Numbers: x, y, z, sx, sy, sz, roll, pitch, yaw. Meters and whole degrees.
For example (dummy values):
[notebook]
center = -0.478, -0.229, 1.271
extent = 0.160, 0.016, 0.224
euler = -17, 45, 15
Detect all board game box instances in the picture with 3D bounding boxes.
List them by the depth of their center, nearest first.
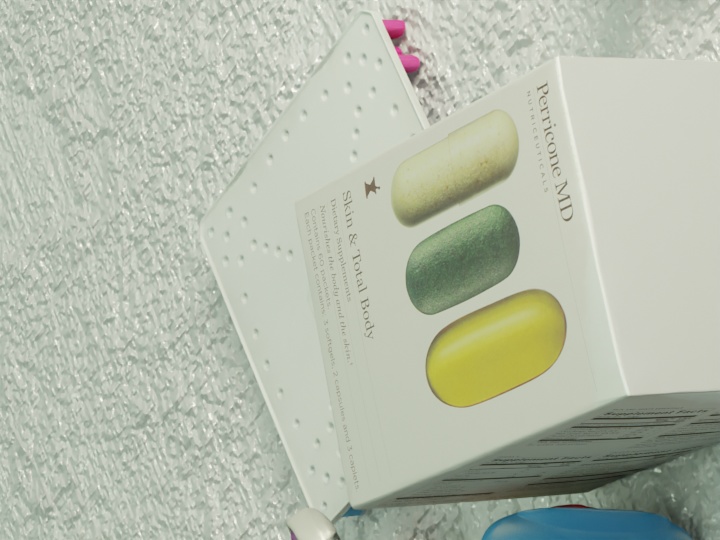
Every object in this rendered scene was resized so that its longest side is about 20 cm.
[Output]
[board game box]
center = 0.000, 0.000, 1.547
extent = 0.200, 0.026, 0.200
euler = -50, 53, 42

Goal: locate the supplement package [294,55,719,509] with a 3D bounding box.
[supplement package]
center = 0.096, 0.008, 1.317
extent = 0.200, 0.150, 0.152
euler = -27, 70, 50

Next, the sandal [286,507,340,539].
[sandal]
center = 0.011, 0.215, 1.480
extent = 0.203, 0.050, 0.082
euler = 58, 176, 17

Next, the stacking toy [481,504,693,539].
[stacking toy]
center = 0.071, 0.168, 1.417
extent = 0.200, 0.116, 0.110
euler = 169, 105, -67
